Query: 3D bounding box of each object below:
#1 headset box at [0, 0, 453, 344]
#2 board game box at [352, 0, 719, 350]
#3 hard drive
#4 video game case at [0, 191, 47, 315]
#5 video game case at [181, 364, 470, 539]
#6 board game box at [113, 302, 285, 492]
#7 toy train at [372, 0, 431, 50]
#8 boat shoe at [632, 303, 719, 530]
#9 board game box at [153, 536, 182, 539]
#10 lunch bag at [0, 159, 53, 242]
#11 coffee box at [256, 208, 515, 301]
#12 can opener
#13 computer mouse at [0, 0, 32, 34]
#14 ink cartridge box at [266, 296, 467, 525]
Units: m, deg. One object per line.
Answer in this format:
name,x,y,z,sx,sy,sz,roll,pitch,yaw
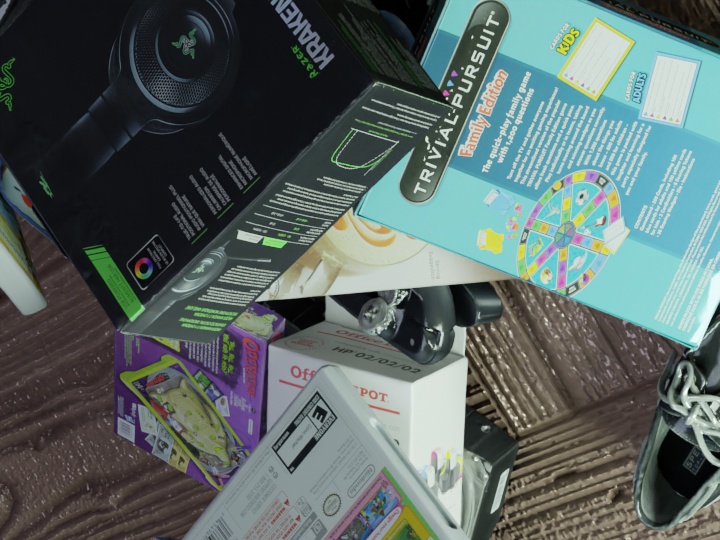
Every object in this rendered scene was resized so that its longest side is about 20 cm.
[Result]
headset box,-0.087,-0.084,1.301,0.200,0.093,0.175,-43,68,18
board game box,0.115,-0.066,1.334,0.199,0.047,0.152,21,107,-9
hard drive,0.008,0.115,1.712,0.200,0.038,0.140,36,138,23
video game case,-0.272,-0.079,1.739,0.200,0.023,0.183,72,177,-72
video game case,-0.025,0.192,1.577,0.200,0.022,0.182,-51,61,24
board game box,-0.111,0.073,1.720,0.120,0.032,0.201,32,145,17
toy train,0.027,-0.093,1.502,0.114,0.086,0.201,9,121,48
boat shoe,0.201,0.075,1.457,0.074,0.068,0.200,42,140,15
board game box,-0.012,0.234,1.707,0.199,0.199,0.044,19,92,36
lunch bag,-0.158,-0.056,1.729,0.200,0.075,0.161,39,142,17
coffee box,0.009,-0.054,1.405,0.198,0.080,0.115,-6,110,2
can opener,0.000,0.000,1.599,0.200,0.078,0.064,31,106,43
computer mouse,-0.243,-0.181,1.666,0.139,0.052,0.201,50,134,50
ink cartridge box,0.002,0.105,1.625,0.115,0.068,0.202,13,110,32
